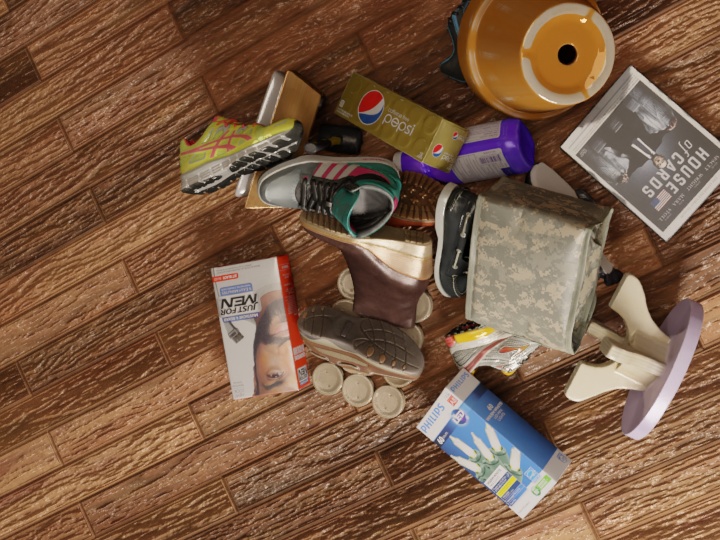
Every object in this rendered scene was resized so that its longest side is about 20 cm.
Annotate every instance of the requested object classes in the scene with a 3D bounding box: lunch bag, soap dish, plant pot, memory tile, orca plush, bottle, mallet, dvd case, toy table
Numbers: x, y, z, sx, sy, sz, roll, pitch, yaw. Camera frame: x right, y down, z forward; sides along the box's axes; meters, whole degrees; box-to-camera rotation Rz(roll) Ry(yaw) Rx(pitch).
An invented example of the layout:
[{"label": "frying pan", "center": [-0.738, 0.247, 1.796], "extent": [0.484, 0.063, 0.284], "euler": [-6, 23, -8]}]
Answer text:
[{"label": "lunch bag", "center": [0.231, -0.001, 1.523], "extent": [0.163, 0.117, 0.202], "euler": [18, 116, 23]}, {"label": "soap dish", "center": [-0.114, -0.188, 1.658], "extent": [0.080, 0.157, 0.202], "euler": [18, 99, -3]}, {"label": "plant pot", "center": [0.242, -0.290, 1.498], "extent": [0.198, 0.183, 0.203], "euler": [-2, 106, -8]}, {"label": "memory tile", "center": [0.018, 0.107, 1.706], "extent": [0.152, 0.017, 0.202], "euler": [18, 97, 13]}, {"label": "orca plush", "center": [0.290, -0.054, 1.611], "extent": [0.200, 0.071, 0.105], "euler": [44, 59, 4]}, {"label": "bottle", "center": [0.143, -0.161, 1.619], "extent": [0.198, 0.083, 0.066], "euler": [-8, 60, 28]}, {"label": "mallet", "center": [-0.036, -0.178, 1.611], "extent": [0.065, 0.200, 0.042], "euler": [8, 102, 3]}, {"label": "dvd case", "center": [0.398, -0.161, 1.581], "extent": [0.200, 0.025, 0.151], "euler": [43, 103, 10]}, {"label": "toy table", "center": [0.364, 0.113, 1.539], "extent": [0.116, 0.184, 0.202], "euler": [25, 88, -4]}]

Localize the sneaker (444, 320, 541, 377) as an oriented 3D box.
[{"label": "sneaker", "center": [0.223, 0.100, 1.627], "extent": [0.198, 0.078, 0.083], "euler": [-16, 97, 23]}]

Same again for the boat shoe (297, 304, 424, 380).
[{"label": "boat shoe", "center": [0.002, 0.114, 1.670], "extent": [0.198, 0.076, 0.072], "euler": [23, 142, 18]}]

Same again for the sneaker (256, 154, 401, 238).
[{"label": "sneaker", "center": [-0.037, -0.094, 1.533], "extent": [0.198, 0.121, 0.084], "euler": [-6, 123, -6]}]

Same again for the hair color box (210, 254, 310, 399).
[{"label": "hair color box", "center": [-0.150, 0.085, 1.727], "extent": [0.110, 0.064, 0.202], "euler": [-10, 92, 15]}]

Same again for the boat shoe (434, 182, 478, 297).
[{"label": "boat shoe", "center": [0.142, -0.030, 1.587], "extent": [0.060, 0.201, 0.076], "euler": [22, 56, 26]}]

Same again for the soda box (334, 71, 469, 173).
[{"label": "soda box", "center": [0.056, -0.209, 1.605], "extent": [0.199, 0.064, 0.068], "euler": [35, 103, 41]}]

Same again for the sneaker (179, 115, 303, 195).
[{"label": "sneaker", "center": [-0.171, -0.176, 1.556], "extent": [0.198, 0.078, 0.091], "euler": [-19, 77, 21]}]

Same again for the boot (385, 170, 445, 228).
[{"label": "boot", "center": [0.044, -0.087, 1.649], "extent": [0.198, 0.108, 0.076], "euler": [7, 61, 17]}]

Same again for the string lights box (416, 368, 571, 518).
[{"label": "string lights box", "center": [0.188, 0.245, 1.627], "extent": [0.200, 0.059, 0.103], "euler": [39, 132, 10]}]

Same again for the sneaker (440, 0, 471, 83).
[{"label": "sneaker", "center": [0.161, -0.363, 1.607], "extent": [0.081, 0.073, 0.202], "euler": [10, 96, 14]}]

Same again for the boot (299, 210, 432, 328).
[{"label": "boot", "center": [0.000, 0.000, 1.620], "extent": [0.198, 0.073, 0.167], "euler": [16, 130, 3]}]
